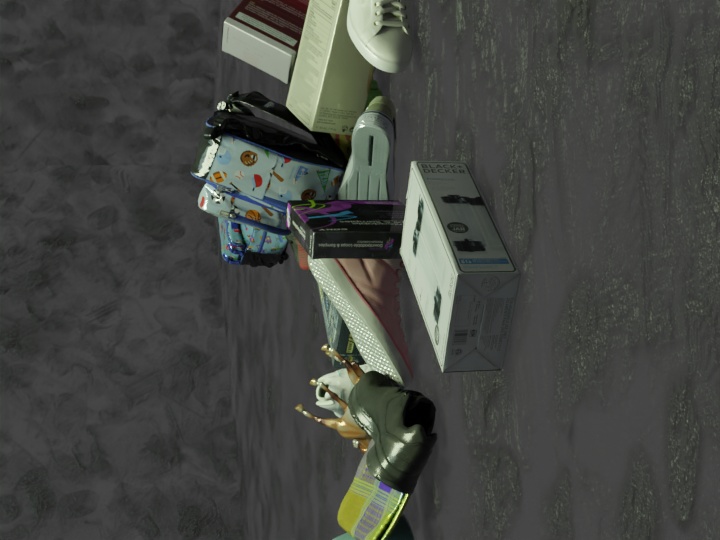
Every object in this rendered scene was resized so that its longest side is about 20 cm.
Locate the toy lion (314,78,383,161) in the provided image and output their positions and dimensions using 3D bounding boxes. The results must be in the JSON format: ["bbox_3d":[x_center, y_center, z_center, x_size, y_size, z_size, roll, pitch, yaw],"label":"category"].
[{"bbox_3d":[-0.009,-0.211,1.758,0.192,0.069,0.200,178,90,-72],"label":"toy lion"}]

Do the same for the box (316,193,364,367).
[{"bbox_3d":[-0.022,0.013,1.853,0.158,0.051,0.200,102,163,-45],"label":"box"}]

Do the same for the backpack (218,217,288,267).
[{"bbox_3d":[-0.197,-0.114,2.525,0.200,0.134,0.183,127,140,-68],"label":"backpack"}]

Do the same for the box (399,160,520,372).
[{"bbox_3d":[0.091,-0.009,1.253,0.200,0.060,0.117,-108,20,-54],"label":"box"}]

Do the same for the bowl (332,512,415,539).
[{"bbox_3d":[0.007,0.405,1.626,0.201,0.105,0.201,179,90,-78],"label":"bowl"}]

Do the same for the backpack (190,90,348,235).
[{"bbox_3d":[-0.116,-0.129,1.685,0.200,0.190,0.154,-83,7,-70],"label":"backpack"}]

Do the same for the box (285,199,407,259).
[{"bbox_3d":[-0.002,-0.049,1.511,0.200,0.143,0.036,-129,40,-71],"label":"box"}]

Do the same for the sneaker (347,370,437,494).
[{"bbox_3d":[0.046,0.166,1.481,0.091,0.076,0.200,-56,27,17],"label":"sneaker"}]

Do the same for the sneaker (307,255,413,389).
[{"bbox_3d":[0.030,0.040,1.581,0.200,0.105,0.075,58,155,4],"label":"sneaker"}]

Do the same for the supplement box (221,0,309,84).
[{"bbox_3d":[-0.092,-0.356,1.773,0.200,0.109,0.061,-56,-10,-31],"label":"supplement box"}]

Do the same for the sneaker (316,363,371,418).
[{"bbox_3d":[-0.027,0.169,1.832,0.200,0.080,0.071,119,146,-72],"label":"sneaker"}]

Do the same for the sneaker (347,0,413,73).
[{"bbox_3d":[0.024,-0.326,1.519,0.085,0.073,0.200,120,143,-55],"label":"sneaker"}]

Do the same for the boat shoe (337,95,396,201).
[{"bbox_3d":[0.019,-0.130,1.628,0.200,0.072,0.062,102,-169,-52],"label":"boat shoe"}]

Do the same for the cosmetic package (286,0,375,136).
[{"bbox_3d":[-0.027,-0.283,1.663,0.105,0.071,0.200,51,131,54],"label":"cosmetic package"}]

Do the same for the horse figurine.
[{"bbox_3d":[-0.005,0.164,1.691,0.050,0.132,0.200,-43,-17,-47],"label":"horse figurine"}]

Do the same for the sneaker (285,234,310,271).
[{"bbox_3d":[-0.102,-0.086,1.830,0.071,0.098,0.201,-121,19,-62],"label":"sneaker"}]

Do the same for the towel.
[{"bbox_3d":[0.023,0.260,1.575,0.144,0.023,0.200,-63,11,-5],"label":"towel"}]
